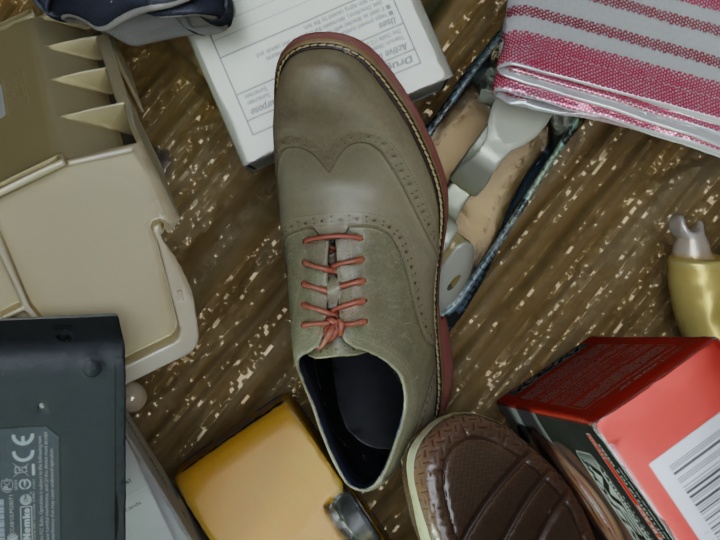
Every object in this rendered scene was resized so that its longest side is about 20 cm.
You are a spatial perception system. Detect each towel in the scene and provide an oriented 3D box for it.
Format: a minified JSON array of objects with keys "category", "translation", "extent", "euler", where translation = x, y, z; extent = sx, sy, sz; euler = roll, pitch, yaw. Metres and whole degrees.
[{"category":"towel","translation":[0.144,-0.143,0.835],"extent":[0.146,0.030,0.200],"euler":[16,64,-4]}]

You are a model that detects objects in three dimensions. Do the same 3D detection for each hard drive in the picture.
[{"category":"hard drive","translation":[-0.186,0.088,0.674],"extent":[0.200,0.033,0.140],"euler":[-2,114,-13]}]

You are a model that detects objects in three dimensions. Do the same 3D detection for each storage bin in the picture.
[{"category":"storage bin","translation":[-0.173,-0.010,0.765],"extent":[0.198,0.200,0.094],"euler":[-25,117,-1]}]

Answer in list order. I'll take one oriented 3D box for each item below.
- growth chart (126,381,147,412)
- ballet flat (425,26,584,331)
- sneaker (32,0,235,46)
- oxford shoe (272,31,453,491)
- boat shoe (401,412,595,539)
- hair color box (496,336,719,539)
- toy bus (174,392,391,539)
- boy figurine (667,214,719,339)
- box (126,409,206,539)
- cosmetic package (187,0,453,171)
[{"category":"growth chart","translation":[-0.202,0.061,0.822],"extent":[0.200,0.145,0.018],"euler":[-30,133,-3]},{"category":"ballet flat","translation":[0.043,-0.037,0.846],"extent":[0.074,0.074,0.200],"euler":[31,90,-2]},{"category":"sneaker","translation":[-0.063,-0.179,0.757],"extent":[0.202,0.077,0.146],"euler":[-33,79,11]},{"category":"oxford shoe","translation":[0.000,0.000,0.787],"extent":[0.070,0.075,0.200],"euler":[-5,116,19]},{"category":"boat shoe","translation":[0.072,0.149,0.833],"extent":[0.075,0.075,0.203],"euler":[-38,106,-22]},{"category":"hair color box","translation":[0.124,0.083,0.782],"extent":[0.061,0.200,0.102],"euler":[-34,91,-5]},{"category":"toy bus","translation":[-0.003,0.156,0.842],"extent":[0.065,0.078,0.200],"euler":[-34,92,-1]},{"category":"boy figurine","translation":[0.194,0.012,0.854],"extent":[0.124,0.064,0.200],"euler":[21,87,-4]},{"category":"box","translation":[-0.142,0.141,0.793],"extent":[0.156,0.041,0.200],"euler":[-27,135,-3]},{"category":"cosmetic package","translation":[-0.044,-0.156,0.839],"extent":[0.103,0.073,0.200],"euler":[-22,92,0]}]
